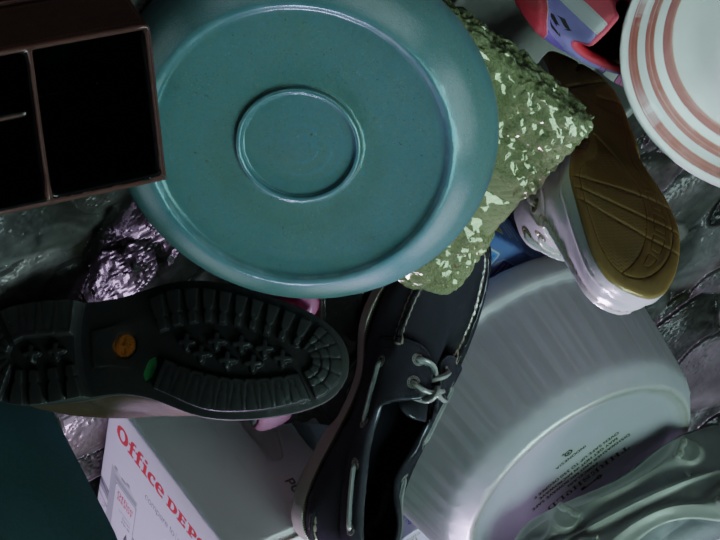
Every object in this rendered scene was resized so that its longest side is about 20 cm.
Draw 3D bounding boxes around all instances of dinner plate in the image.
[{"bbox_3d":[0.232,-0.119,1.448,0.200,0.024,0.200,1,132,1],"label":"dinner plate"}]

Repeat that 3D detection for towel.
[{"bbox_3d":[0.005,-0.087,1.444,0.200,0.037,0.148,34,117,-13],"label":"towel"}]

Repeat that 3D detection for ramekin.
[{"bbox_3d":[0.103,0.092,1.652,0.202,0.094,0.203,-25,145,-19],"label":"ramekin"}]

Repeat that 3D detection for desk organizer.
[{"bbox_3d":[-0.188,-0.073,1.337,0.200,0.077,0.072,-14,140,-31],"label":"desk organizer"}]

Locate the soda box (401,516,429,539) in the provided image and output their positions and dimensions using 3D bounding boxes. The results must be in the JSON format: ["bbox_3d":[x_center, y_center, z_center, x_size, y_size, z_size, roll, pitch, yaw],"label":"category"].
[{"bbox_3d":[0.099,0.119,1.843,0.200,0.064,0.068,-30,146,-10],"label":"soda box"}]

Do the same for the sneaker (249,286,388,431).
[{"bbox_3d":[0.000,0.000,1.552,0.095,0.079,0.200,12,109,-19],"label":"sneaker"}]

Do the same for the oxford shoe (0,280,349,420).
[{"bbox_3d":[-0.099,0.046,1.516,0.200,0.073,0.084,3,170,14],"label":"oxford shoe"}]

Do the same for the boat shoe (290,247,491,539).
[{"bbox_3d":[0.030,0.069,1.525,0.073,0.063,0.200,20,96,-38],"label":"boat shoe"}]

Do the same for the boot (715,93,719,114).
[{"bbox_3d":[0.220,-0.154,1.534,0.071,0.144,0.201,-6,124,7],"label":"boot"}]

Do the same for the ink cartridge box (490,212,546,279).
[{"bbox_3d":[0.058,0.025,1.684,0.136,0.076,0.200,-46,147,13],"label":"ink cartridge box"}]

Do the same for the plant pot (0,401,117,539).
[{"bbox_3d":[-0.209,0.173,1.502,0.141,0.200,0.141,-46,145,12],"label":"plant pot"}]

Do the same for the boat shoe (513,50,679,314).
[{"bbox_3d":[0.116,-0.034,1.497,0.071,0.200,0.069,27,119,-24],"label":"boat shoe"}]

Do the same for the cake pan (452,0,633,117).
[{"bbox_3d":[0.102,-0.134,1.567,0.200,0.037,0.200,-25,144,-19],"label":"cake pan"}]

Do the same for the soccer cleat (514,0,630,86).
[{"bbox_3d":[0.153,-0.123,1.523,0.067,0.077,0.200,-48,145,15],"label":"soccer cleat"}]

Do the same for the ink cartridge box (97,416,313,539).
[{"bbox_3d":[-0.088,0.168,1.654,0.083,0.147,0.200,-20,142,-29],"label":"ink cartridge box"}]

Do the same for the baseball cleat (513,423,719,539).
[{"bbox_3d":[0.171,0.152,1.657,0.200,0.070,0.107,-17,150,-15],"label":"baseball cleat"}]

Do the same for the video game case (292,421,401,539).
[{"bbox_3d":[-0.025,0.168,1.664,0.022,0.200,0.182,-13,140,-23],"label":"video game case"}]

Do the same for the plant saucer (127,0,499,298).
[{"bbox_3d":[-0.030,-0.068,1.422,0.200,0.027,0.200,3,118,5],"label":"plant saucer"}]
